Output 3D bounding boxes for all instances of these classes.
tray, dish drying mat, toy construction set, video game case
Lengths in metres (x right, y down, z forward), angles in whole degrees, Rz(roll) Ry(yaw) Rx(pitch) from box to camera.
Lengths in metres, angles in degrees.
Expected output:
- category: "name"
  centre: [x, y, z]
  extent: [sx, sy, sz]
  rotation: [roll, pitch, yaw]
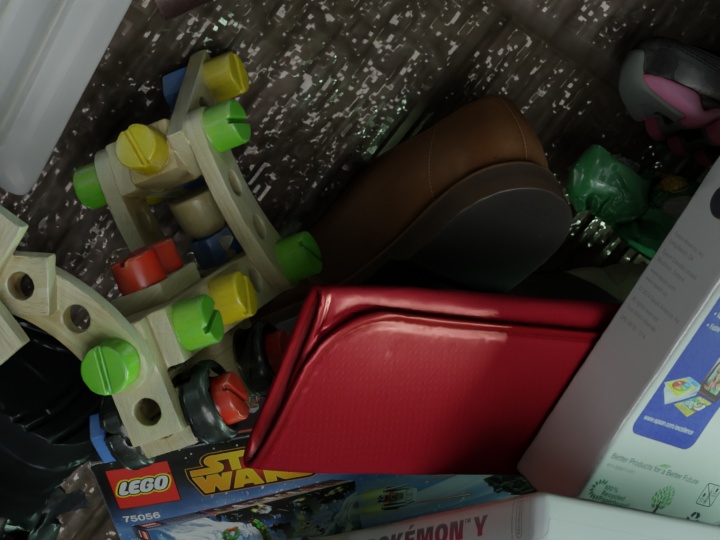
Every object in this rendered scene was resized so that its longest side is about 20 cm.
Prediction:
- category: "tray"
  centre: [-0.130, -0.129, 0.816]
  extent: [0.107, 0.022, 0.200]
  rotation: [30, 114, -2]
- category: "dish drying mat"
  centre: [0.051, 0.045, 0.838]
  extent: [0.199, 0.018, 0.077]
  rotation: [5, 118, -39]
- category: "toy construction set"
  centre: [-0.082, -0.002, 0.817]
  extent: [0.092, 0.200, 0.132]
  rotation: [-17, 97, 33]
- category: "video game case"
  centre: [0.093, 0.122, 0.886]
  extent: [0.199, 0.182, 0.023]
  rotation: [13, 71, -31]

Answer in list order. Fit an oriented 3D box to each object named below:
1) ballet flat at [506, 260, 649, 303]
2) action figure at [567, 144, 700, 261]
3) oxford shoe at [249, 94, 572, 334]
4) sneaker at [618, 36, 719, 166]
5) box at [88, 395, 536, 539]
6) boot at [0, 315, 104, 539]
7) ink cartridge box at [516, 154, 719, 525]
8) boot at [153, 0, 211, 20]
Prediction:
- category: "ballet flat"
  centre: [0.132, 0.039, 0.970]
  extent: [0.200, 0.073, 0.073]
  rotation: [33, 107, -14]
- category: "action figure"
  centre: [0.175, -0.008, 0.932]
  extent: [0.199, 0.118, 0.055]
  rotation: [19, 90, -19]
- category: "oxford shoe"
  centre: [0.000, 0.000, 0.922]
  extent: [0.200, 0.071, 0.071]
  rotation: [-35, 138, 25]
- category: "sneaker"
  centre: [0.201, -0.077, 0.929]
  extent: [0.199, 0.079, 0.096]
  rotation: [14, 92, -20]
- category: "box"
  centre: [-0.003, 0.090, 0.941]
  extent: [0.199, 0.040, 0.137]
  rotation: [-10, 138, 2]
- category: "boot"
  centre: [-0.193, 0.053, 0.889]
  extent: [0.198, 0.073, 0.163]
  rotation: [41, 132, 5]
- category: "ink cartridge box"
  centre: [0.151, 0.015, 0.849]
  extent: [0.099, 0.039, 0.200]
  rotation: [21, 109, -42]
- category: "boot"
  centre: [-0.023, -0.198, 0.804]
  extent: [0.166, 0.072, 0.201]
  rotation: [-14, 114, 0]
